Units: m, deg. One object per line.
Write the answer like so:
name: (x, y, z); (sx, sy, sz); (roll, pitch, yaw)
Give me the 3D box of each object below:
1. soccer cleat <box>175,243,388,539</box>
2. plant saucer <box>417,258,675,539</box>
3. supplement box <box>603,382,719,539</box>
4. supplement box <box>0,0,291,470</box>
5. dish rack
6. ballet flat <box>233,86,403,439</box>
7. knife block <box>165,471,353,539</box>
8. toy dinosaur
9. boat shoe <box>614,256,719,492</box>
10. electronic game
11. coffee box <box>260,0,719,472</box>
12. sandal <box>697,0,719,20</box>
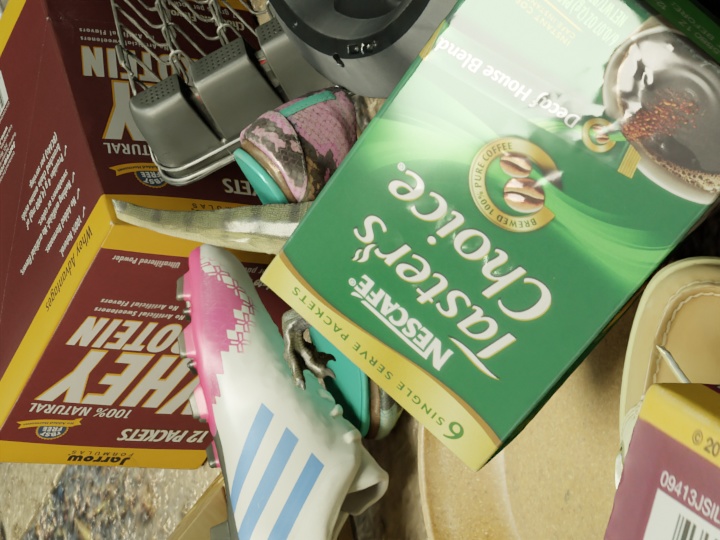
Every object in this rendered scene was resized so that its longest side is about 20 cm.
soccer cleat: (-0.034, 0.078, 1.014); (0.070, 0.086, 0.200); (82, 177, -70)
plant saucer: (0.092, 0.069, 0.879); (0.200, 0.035, 0.201); (-15, 72, 57)
supplement box: (0.176, 0.102, 0.574); (0.131, 0.200, 0.103); (34, 115, 56)
supplement box: (-0.134, -0.028, 1.175); (0.197, 0.133, 0.200); (-56, 41, 38)
dish rack: (-0.061, -0.152, 1.087); (0.153, 0.055, 0.200); (-27, 45, 9)
ballet flat: (0.001, -0.002, 0.984); (0.069, 0.071, 0.200); (45, 161, 46)
knife block: (-0.028, 0.186, 1.053); (0.064, 0.176, 0.200); (-43, 5, 47)
toy dinosaur: (0.000, 0.000, 0.903); (0.047, 0.200, 0.088); (-65, -32, -66)
boat shoe: (0.128, 0.094, 0.752); (0.063, 0.073, 0.200); (8, -101, -80)
electronic game: (0.006, -0.173, 0.907); (0.200, 0.042, 0.200); (17, 111, 52)
coffee box: (0.060, -0.029, 0.807); (0.123, 0.044, 0.200); (43, 124, 6)
sandal: (0.141, -0.097, 0.785); (0.075, 0.045, 0.200); (43, 131, 4)
